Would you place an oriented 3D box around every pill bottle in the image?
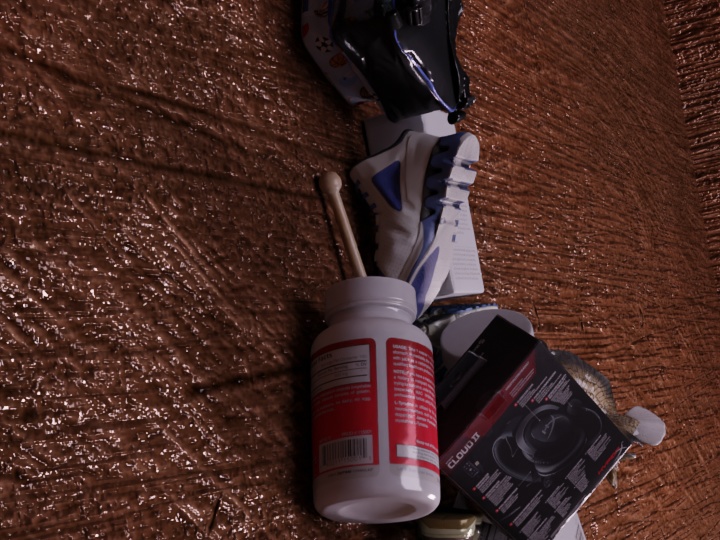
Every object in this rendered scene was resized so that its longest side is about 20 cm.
[{"bbox_3d":[0.011,0.114,1.294,0.112,0.111,0.202,38,46,-57],"label":"pill bottle"},{"bbox_3d":[0.143,0.149,1.491,0.117,0.115,0.202,-63,146,-56],"label":"pill bottle"}]

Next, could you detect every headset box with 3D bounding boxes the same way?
[{"bbox_3d":[0.142,0.152,1.376,0.149,0.077,0.200,-49,124,-6],"label":"headset box"}]

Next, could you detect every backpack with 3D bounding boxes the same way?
[{"bbox_3d":[0.030,-0.266,1.475,0.200,0.153,0.192,53,41,-57],"label":"backpack"}]

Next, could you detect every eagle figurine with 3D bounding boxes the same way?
[{"bbox_3d":[0.305,0.205,1.935,0.152,0.151,0.201,-63,145,-26],"label":"eagle figurine"}]

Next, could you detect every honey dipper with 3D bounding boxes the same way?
[{"bbox_3d":[0.000,0.000,1.423,0.038,0.038,0.202,-34,108,-66],"label":"honey dipper"}]

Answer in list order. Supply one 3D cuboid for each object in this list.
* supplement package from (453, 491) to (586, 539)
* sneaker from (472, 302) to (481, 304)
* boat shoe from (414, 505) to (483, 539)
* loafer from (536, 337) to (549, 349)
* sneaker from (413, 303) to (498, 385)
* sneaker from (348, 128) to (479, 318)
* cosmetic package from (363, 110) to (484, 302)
[{"bbox_3d":[0.179,0.331,1.585,0.156,0.110,0.201,-61,136,-57],"label":"supplement package"},{"bbox_3d":[0.134,0.120,1.652,0.081,0.076,0.201,57,23,-24],"label":"sneaker"},{"bbox_3d":[0.082,0.264,1.420,0.201,0.071,0.067,65,30,-82],"label":"boat shoe"},{"bbox_3d":[0.187,0.143,1.751,0.200,0.075,0.069,-71,168,-61],"label":"loafer"},{"bbox_3d":[0.092,0.083,1.570,0.199,0.076,0.086,-14,100,-59],"label":"sneaker"},{"bbox_3d":[0.039,-0.056,1.492,0.080,0.114,0.201,15,94,-63],"label":"sneaker"},{"bbox_3d":[0.069,-0.068,1.571,0.101,0.071,0.202,3,77,-66],"label":"cosmetic package"}]
